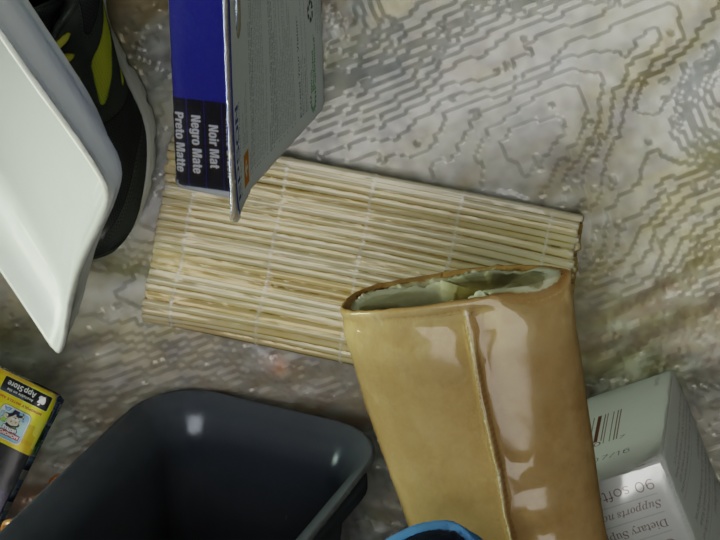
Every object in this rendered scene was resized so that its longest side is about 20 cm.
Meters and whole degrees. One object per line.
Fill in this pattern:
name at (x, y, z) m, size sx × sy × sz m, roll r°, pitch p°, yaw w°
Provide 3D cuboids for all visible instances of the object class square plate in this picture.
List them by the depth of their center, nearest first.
square plate at (-0.162, -0.080, 1.074) m, size 0.028 × 0.200 × 0.198 m, roll -29°, pitch 78°, yaw -21°

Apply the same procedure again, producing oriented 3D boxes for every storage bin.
storage bin at (-0.090, 0.163, 1.141) m, size 0.145 × 0.200 × 0.135 m, roll 12°, pitch 119°, yaw 21°

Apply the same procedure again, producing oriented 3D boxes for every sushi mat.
sushi mat at (0.000, 0.000, 1.168) m, size 0.199 × 0.012 × 0.096 m, roll 11°, pitch 108°, yaw 6°

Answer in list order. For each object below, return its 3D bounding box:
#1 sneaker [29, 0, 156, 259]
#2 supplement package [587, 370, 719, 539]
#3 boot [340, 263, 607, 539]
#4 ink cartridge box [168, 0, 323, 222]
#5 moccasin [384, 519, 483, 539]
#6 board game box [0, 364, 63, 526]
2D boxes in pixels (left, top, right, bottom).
sneaker at (-0.144, -0.097, 1.124) m, size 0.074 × 0.085 × 0.201 m, roll -5°, pitch 106°, yaw 12°
supplement package at (0.123, 0.169, 1.144) m, size 0.117 × 0.117 × 0.201 m, roll -20°, pitch 103°, yaw 14°
boot at (0.093, 0.096, 1.032) m, size 0.174 × 0.066 × 0.201 m, roll -9°, pitch 103°, yaw 12°
ink cartridge box at (-0.053, -0.139, 1.036) m, size 0.040 × 0.200 × 0.200 m, roll 1°, pitch 106°, yaw 9°
moccasin at (-0.023, 0.179, 1.004) m, size 0.080 × 0.068 × 0.200 m, roll 30°, pitch 115°, yaw -32°
board game box at (-0.266, 0.107, 1.171) m, size 0.199 × 0.062 × 0.200 m, roll 26°, pitch 86°, yaw 7°
